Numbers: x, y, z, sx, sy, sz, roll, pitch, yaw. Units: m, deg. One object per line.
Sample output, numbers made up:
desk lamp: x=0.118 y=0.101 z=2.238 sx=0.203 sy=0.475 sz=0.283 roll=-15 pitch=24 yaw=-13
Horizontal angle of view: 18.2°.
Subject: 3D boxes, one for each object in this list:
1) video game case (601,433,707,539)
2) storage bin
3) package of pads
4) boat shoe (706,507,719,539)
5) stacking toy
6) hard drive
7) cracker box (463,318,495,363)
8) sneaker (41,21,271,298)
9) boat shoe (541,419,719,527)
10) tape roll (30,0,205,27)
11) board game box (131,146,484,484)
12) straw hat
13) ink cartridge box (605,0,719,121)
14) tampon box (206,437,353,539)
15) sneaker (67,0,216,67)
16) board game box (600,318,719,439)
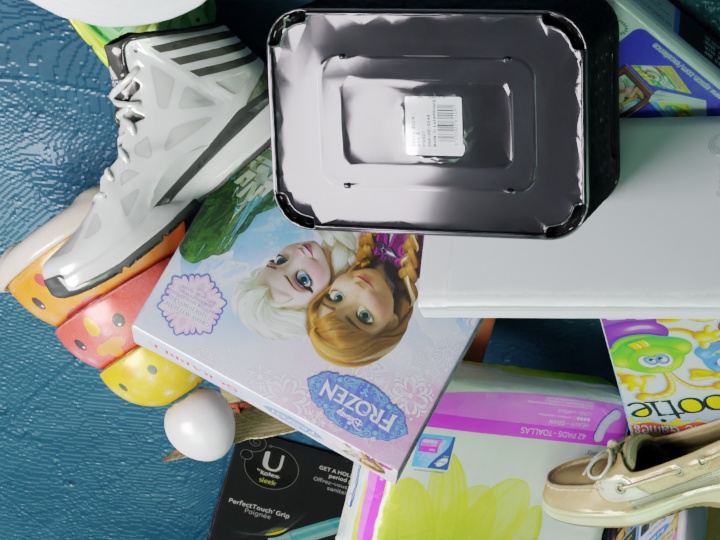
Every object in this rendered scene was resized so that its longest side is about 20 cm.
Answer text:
video game case: x=0.196 y=0.191 z=1.639 sx=0.024 sy=0.183 sz=0.200 roll=26 pitch=133 yaw=-12
storage bin: x=0.052 y=-0.098 z=1.367 sx=0.198 sy=0.094 sz=0.136 roll=3 pitch=105 yaw=19
package of pads: x=0.090 y=0.147 z=1.588 sx=0.199 sy=0.068 sz=0.156 roll=8 pitch=101 yaw=-29
boat shoe: x=0.203 y=0.233 z=1.730 sx=0.200 sy=0.069 sz=0.074 roll=-51 pitch=139 yaw=7
stacking toy: x=-0.145 y=0.041 z=1.552 sx=0.146 sy=0.146 sz=0.201 roll=-35 pitch=87 yaw=36
hard drive: x=0.140 y=-0.034 z=1.415 sx=0.198 sy=0.133 sz=0.026 roll=0 pitch=155 yaw=16
cracker box: x=0.000 y=0.000 z=1.564 sx=0.198 sy=0.058 sz=0.134 roll=12 pitch=153 yaw=2
sneaker: x=-0.146 y=-0.081 z=1.422 sx=0.200 sy=0.076 sz=0.116 roll=-42 pitch=101 yaw=-9
boat shoe: x=0.211 y=0.127 z=1.513 sx=0.199 sy=0.073 sz=0.064 roll=-9 pitch=109 yaw=32
tape roll: x=-0.148 y=-0.251 z=1.340 sx=0.198 sy=0.066 sz=0.202 roll=1 pitch=117 yaw=1
board game box: x=-0.016 y=0.004 z=1.467 sx=0.199 sy=0.200 sz=0.041 roll=27 pitch=165 yaw=6
straw hat: x=-0.060 y=0.076 z=1.650 sx=0.200 sy=0.201 sz=0.086 roll=-15 pitch=88 yaw=24
ink cartridge box: x=0.119 y=-0.122 z=1.457 sx=0.198 sy=0.044 sz=0.200 roll=36 pitch=131 yaw=-20
tampon box: x=-0.055 y=0.252 z=1.740 sx=0.149 sy=0.201 sz=0.127 roll=16 pitch=135 yaw=-2
sneaker: x=-0.139 y=-0.166 z=1.467 sx=0.083 sy=0.074 sz=0.200 roll=-38 pitch=115 yaw=4
board game box: x=0.221 y=0.026 z=1.498 sx=0.102 sy=0.106 sz=0.200 roll=-2 pitch=150 yaw=14
